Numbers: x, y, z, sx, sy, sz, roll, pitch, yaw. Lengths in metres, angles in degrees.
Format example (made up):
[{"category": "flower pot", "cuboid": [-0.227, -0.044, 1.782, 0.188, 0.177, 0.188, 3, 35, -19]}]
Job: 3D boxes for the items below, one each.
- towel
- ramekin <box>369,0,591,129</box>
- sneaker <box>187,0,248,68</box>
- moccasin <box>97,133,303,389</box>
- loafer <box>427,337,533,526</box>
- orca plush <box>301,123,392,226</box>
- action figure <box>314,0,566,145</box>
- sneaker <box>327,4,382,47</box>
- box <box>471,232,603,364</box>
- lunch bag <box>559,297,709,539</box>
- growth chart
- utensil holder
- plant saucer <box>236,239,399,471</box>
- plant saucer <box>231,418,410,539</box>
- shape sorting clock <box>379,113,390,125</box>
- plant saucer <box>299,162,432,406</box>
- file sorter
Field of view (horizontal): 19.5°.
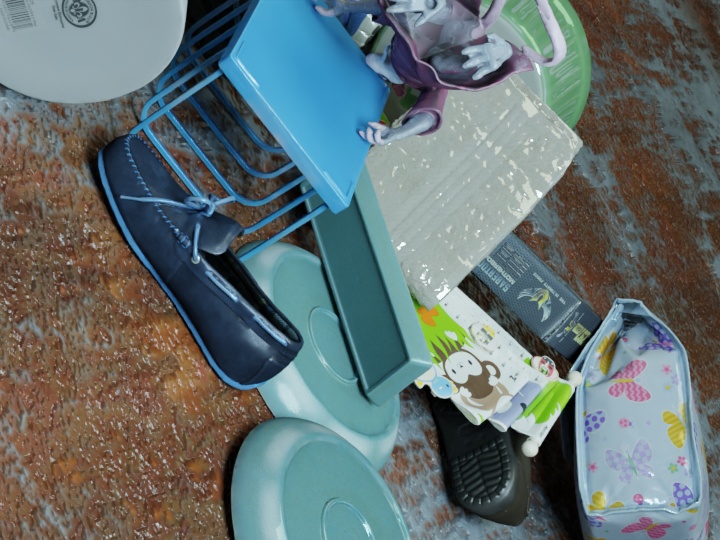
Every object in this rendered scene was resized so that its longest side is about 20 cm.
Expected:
[{"category": "towel", "cuboid": [0.076, -0.079, 1.695, 0.133, 0.200, 0.034, 45, -19, 3]}, {"category": "ramekin", "cuboid": [0.102, -0.177, 1.907, 0.201, 0.199, 0.098, 57, 31, -6]}, {"category": "sneaker", "cuboid": [-0.126, -0.254, 1.682, 0.200, 0.082, 0.073, 49, 28, -21]}, {"category": "moccasin", "cuboid": [-0.106, -0.016, 1.475, 0.201, 0.068, 0.081, 56, 25, -10]}, {"category": "loafer", "cuboid": [0.103, 0.131, 1.732, 0.071, 0.072, 0.201, 54, 25, -42]}, {"category": "orca plush", "cuboid": [0.024, -0.096, 1.743, 0.105, 0.071, 0.200, 42, 71, -10]}, {"category": "action figure", "cuboid": [0.052, -0.176, 1.567, 0.200, 0.148, 0.135, 133, -62, -82]}, {"category": "sneaker", "cuboid": [-0.017, -0.267, 1.876, 0.089, 0.079, 0.200, 43, 7, -17]}, {"category": "box", "cuboid": [0.122, -0.008, 1.813, 0.200, 0.051, 0.158, 44, 3, 19]}, {"category": "lunch bag", "cuboid": [0.236, 0.149, 1.815, 0.170, 0.126, 0.202, 72, 17, -61]}, {"category": "growth chart", "cuboid": [0.085, 0.064, 1.683, 0.200, 0.018, 0.145, 41, 36, -6]}, {"category": "utensil holder", "cuboid": [-0.193, -0.239, 1.436, 0.170, 0.169, 0.201, 40, 32, -37]}, {"category": "plant saucer", "cuboid": [-0.028, 0.062, 1.595, 0.200, 0.027, 0.201, 44, 30, -33]}, {"category": "plant saucer", "cuboid": [-0.016, 0.193, 1.454, 0.200, 0.027, 0.202, 39, 38, -38]}, {"category": "shape sorting clock", "cuboid": [-0.030, -0.159, 1.813, 0.200, 0.039, 0.200, 52, 16, -21]}, {"category": "plant saucer", "cuboid": [0.000, 0.000, 1.606, 0.019, 0.070, 0.202, 4, 58, -41]}, {"category": "file sorter", "cuboid": [-0.079, -0.119, 1.578, 0.139, 0.122, 0.200, 52, 26, -18]}]
